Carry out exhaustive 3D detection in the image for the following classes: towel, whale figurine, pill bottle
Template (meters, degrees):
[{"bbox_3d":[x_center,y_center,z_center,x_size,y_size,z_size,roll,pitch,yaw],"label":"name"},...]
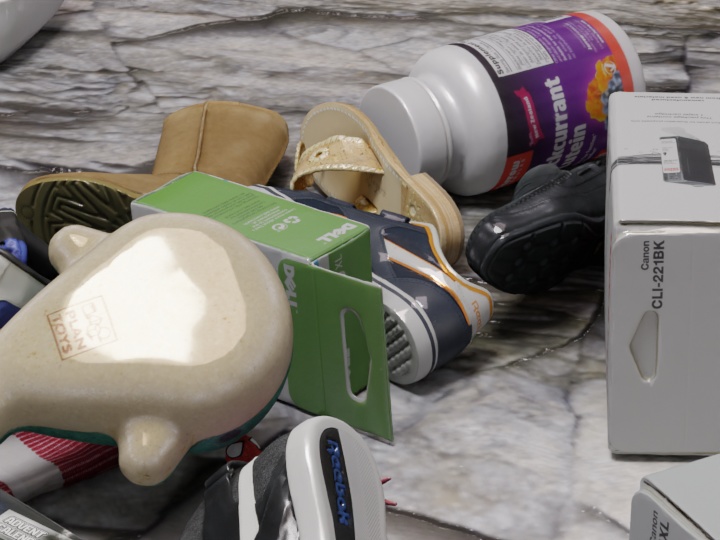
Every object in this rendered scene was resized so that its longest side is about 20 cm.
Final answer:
[{"bbox_3d":[-0.228,0.098,1.054,0.199,0.023,0.144,-19,31,-31],"label":"towel"},{"bbox_3d":[-0.134,0.052,0.990,0.199,0.104,0.160,-19,63,-12],"label":"whale figurine"},{"bbox_3d":[0.102,-0.118,1.369,0.199,0.112,0.111,-18,30,-28],"label":"pill bottle"}]

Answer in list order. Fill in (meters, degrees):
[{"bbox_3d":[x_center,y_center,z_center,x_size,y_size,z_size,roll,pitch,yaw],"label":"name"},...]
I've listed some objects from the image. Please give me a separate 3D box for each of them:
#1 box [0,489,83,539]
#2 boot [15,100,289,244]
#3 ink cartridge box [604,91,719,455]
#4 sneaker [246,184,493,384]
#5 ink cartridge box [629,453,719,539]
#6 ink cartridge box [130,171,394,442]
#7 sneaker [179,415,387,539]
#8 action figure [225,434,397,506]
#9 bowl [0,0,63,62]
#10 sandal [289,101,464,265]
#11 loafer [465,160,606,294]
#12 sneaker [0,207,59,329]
[{"bbox_3d":[-0.223,0.150,0.900,0.199,0.040,0.137,24,35,31],"label":"box"},{"bbox_3d":[-0.146,-0.067,1.348,0.174,0.066,0.200,10,27,-2],"label":"boot"},{"bbox_3d":[0.184,-0.003,1.082,0.083,0.145,0.200,1,26,7],"label":"ink cartridge box"},{"bbox_3d":[0.000,0.000,1.174,0.079,0.079,0.200,-26,45,-31],"label":"sneaker"},{"bbox_3d":[0.217,0.141,0.781,0.199,0.146,0.083,-14,30,-21],"label":"ink cartridge box"},{"bbox_3d":[-0.044,0.018,1.108,0.199,0.104,0.059,18,33,36],"label":"ink cartridge box"},{"bbox_3d":[-0.038,0.174,0.839,0.112,0.073,0.201,-33,42,32],"label":"sneaker"},{"bbox_3d":[-0.018,0.132,0.939,0.065,0.052,0.200,-20,28,-26],"label":"action figure"},{"bbox_3d":[-0.376,-0.245,1.719,0.199,0.075,0.200,3,27,12],"label":"bowl"},{"bbox_3d":[-0.014,-0.060,1.297,0.069,0.078,0.212,-11,31,-30],"label":"sandal"},{"bbox_3d":[0.123,-0.033,1.207,0.070,0.068,0.200,42,31,22],"label":"loafer"},{"bbox_3d":[-0.228,0.023,1.053,0.198,0.116,0.081,-5,26,-11],"label":"sneaker"}]
